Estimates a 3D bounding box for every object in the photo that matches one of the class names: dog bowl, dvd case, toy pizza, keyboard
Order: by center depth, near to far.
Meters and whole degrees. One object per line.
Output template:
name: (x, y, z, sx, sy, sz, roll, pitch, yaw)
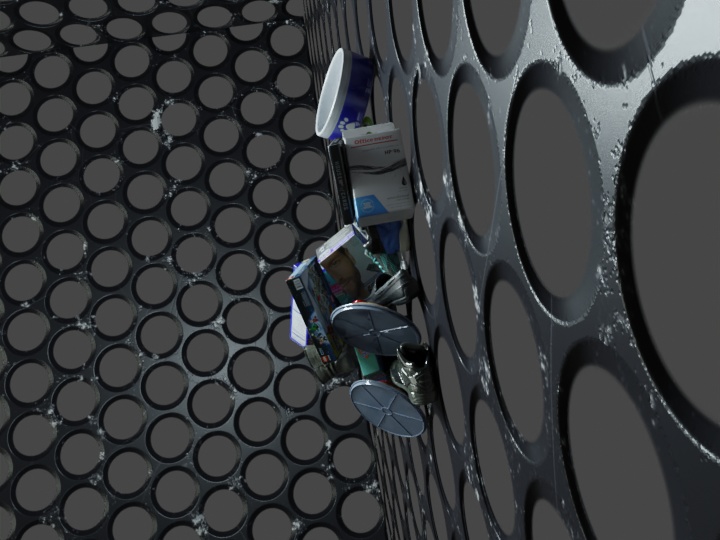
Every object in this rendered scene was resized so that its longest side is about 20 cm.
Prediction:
dvd case: (-0.034, -0.184, 1.429, 0.200, 0.024, 0.154, -81, -20, -75)
toy pizza: (0.033, 0.118, 1.493, 0.202, 0.195, 0.032, 90, -166, -57)
toy pizza: (0.066, 0.311, 1.633, 0.032, 0.196, 0.203, -57, -22, -35)
keyboard: (0.083, 0.168, 1.643, 0.127, 0.020, 0.203, -48, 39, 39)
dog bowl: (-0.038, -0.401, 1.645, 0.200, 0.077, 0.205, -166, 89, -74)

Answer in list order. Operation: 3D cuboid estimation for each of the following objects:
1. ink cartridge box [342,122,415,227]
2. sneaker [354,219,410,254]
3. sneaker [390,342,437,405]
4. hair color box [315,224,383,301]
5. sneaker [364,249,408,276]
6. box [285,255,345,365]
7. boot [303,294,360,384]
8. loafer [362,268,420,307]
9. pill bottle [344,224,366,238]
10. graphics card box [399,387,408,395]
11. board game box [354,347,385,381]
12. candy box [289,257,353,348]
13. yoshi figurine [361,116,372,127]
ink cartridge box: (0.032, -0.198, 1.375, 0.068, 0.113, 0.205, 91, 169, -77)
sneaker: (0.036, -0.133, 1.465, 0.077, 0.108, 0.205, -120, 23, -76)
sneaker: (0.105, 0.190, 1.454, 0.199, 0.074, 0.117, -139, 42, -78)
hair color box: (0.000, 0.000, 1.634, 0.200, 0.109, 0.065, 47, -166, -28)
sneaker: (0.054, -0.032, 1.550, 0.078, 0.089, 0.206, -143, 45, -84)
box: (-0.090, 0.085, 1.559, 0.137, 0.037, 0.204, -57, -54, -69)
boot: (-0.080, 0.166, 1.686, 0.068, 0.128, 0.204, -85, -25, -78)
loafer: (0.057, 0.040, 1.486, 0.072, 0.067, 0.200, 62, 151, -2)
pill bottle: (0.017, -0.101, 1.719, 0.200, 0.113, 0.119, 98, 163, -73)
graphics card box: (0.100, 0.236, 1.706, 0.127, 0.050, 0.203, 87, 172, -49)
board game box: (0.020, 0.183, 1.707, 0.200, 0.044, 0.155, 53, -162, -72)
candy box: (-0.084, 0.072, 1.744, 0.076, 0.167, 0.205, 31, 126, 41)
yoshi figurine: (0.003, -0.267, 1.731, 0.112, 0.110, 0.205, -140, 41, -58)
